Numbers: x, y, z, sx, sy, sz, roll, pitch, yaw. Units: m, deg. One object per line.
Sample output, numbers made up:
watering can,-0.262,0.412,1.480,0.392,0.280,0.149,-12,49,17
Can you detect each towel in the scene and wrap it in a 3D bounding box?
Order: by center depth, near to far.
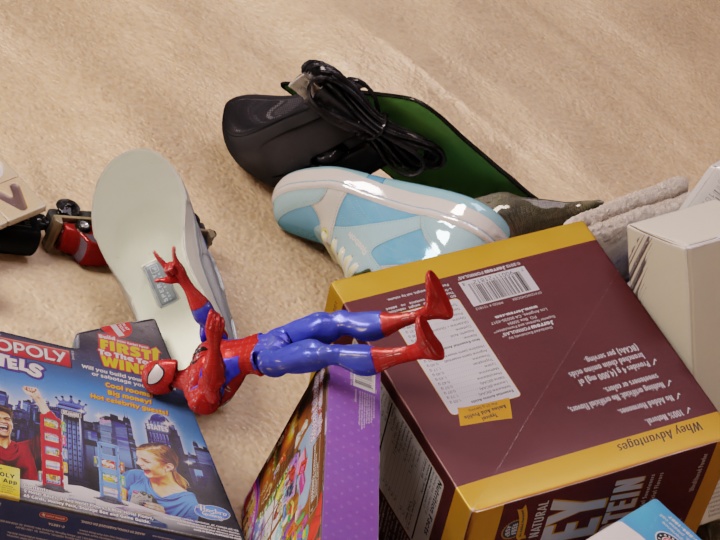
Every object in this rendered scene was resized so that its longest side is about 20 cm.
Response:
towel,0.175,-0.001,1.674,0.034,0.133,0.200,39,29,21

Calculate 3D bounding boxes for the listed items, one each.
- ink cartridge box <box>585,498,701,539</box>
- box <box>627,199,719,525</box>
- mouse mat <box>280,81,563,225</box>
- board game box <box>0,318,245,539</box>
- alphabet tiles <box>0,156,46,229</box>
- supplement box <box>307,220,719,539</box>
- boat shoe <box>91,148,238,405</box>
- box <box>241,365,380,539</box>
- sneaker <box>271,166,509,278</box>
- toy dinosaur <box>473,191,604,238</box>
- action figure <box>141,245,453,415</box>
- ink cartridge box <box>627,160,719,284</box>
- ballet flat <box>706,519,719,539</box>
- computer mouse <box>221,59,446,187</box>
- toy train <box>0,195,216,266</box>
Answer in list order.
ink cartridge box,0.142,0.259,1.326,0.147,0.146,0.200,42,35,21
box,0.231,0.061,1.511,0.082,0.201,0.068,-14,21,-27
mouse mat,0.047,-0.089,1.722,0.161,0.008,0.200,12,-20,46
board game box,-0.179,0.101,1.392,0.199,0.062,0.200,15,33,-19
alphabet tiles,-0.316,-0.040,1.503,0.200,0.008,0.167,-26,59,-38
supplement box,0.099,0.100,1.478,0.197,0.133,0.200,-14,51,-24
boat shoe,-0.131,0.009,1.547,0.070,0.072,0.201,-22,56,1
box,-0.033,0.161,1.344,0.039,0.137,0.200,21,32,-13
sneaker,0.000,0.000,1.655,0.199,0.131,0.080,10,-21,35
toy dinosaur,0.097,-0.017,1.699,0.102,0.200,0.077,44,57,-16
action figure,-0.056,0.028,1.356,0.099,0.199,0.065,59,27,-29
ink cartridge box,0.253,-0.012,1.689,0.043,0.198,0.200,37,27,12
ballet flat,0.266,0.186,1.595,0.067,0.063,0.200,20,9,5
computer mouse,-0.043,-0.096,1.700,0.138,0.200,0.053,34,70,-30
toy train,-0.188,-0.025,1.588,0.199,0.034,0.046,5,42,-31
